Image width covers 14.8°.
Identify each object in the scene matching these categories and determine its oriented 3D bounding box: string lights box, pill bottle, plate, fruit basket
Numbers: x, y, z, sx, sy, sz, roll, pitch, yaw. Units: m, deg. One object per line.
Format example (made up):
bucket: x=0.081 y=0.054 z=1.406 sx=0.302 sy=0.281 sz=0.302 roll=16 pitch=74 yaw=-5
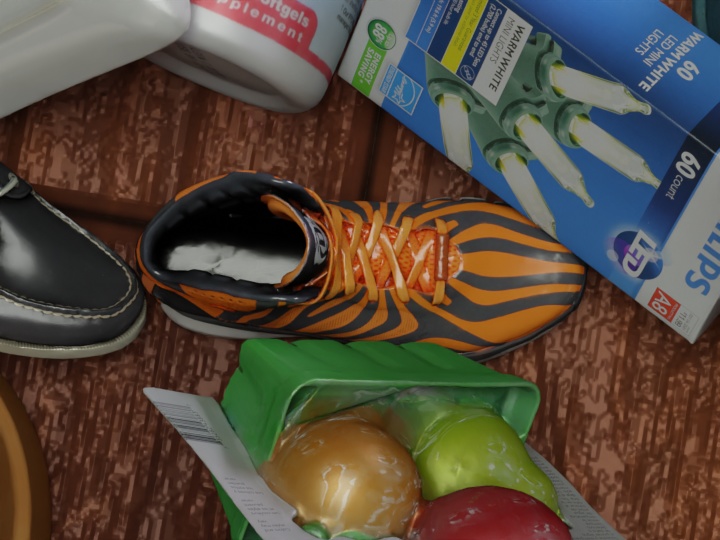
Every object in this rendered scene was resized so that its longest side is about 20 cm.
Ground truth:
string lights box: x=0.095 y=-0.073 z=1.191 sx=0.200 sy=0.103 sz=0.059 roll=38 pitch=50 yaw=12
pill bottle: x=-0.031 y=-0.179 z=1.222 sx=0.108 sy=0.109 sz=0.201 roll=21 pitch=83 yaw=6
plate: x=-0.170 y=-0.168 z=1.211 sx=0.199 sy=0.032 sz=0.200 roll=-19 pitch=79 yaw=38
fruit basket: x=0.029 y=0.108 z=1.119 sx=0.200 sy=0.185 sz=0.094 roll=50 pitch=126 yaw=41

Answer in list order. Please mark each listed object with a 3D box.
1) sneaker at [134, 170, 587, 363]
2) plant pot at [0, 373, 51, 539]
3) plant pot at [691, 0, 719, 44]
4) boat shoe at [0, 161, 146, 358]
sneaker: x=0.000 y=0.000 z=1.193 sx=0.199 sy=0.112 sz=0.078 roll=-2 pitch=82 yaw=2
plant pot: x=-0.240 y=0.103 z=1.178 sx=0.199 sy=0.140 sz=0.201 roll=0 pitch=83 yaw=2
plant pot: x=0.246 y=-0.136 z=1.152 sx=0.199 sy=0.196 sz=0.201 roll=0 pitch=78 yaw=1
boat shoe: x=-0.183 y=-0.026 z=1.216 sx=0.199 sy=0.063 sz=0.073 roll=26 pitch=50 yaw=2
